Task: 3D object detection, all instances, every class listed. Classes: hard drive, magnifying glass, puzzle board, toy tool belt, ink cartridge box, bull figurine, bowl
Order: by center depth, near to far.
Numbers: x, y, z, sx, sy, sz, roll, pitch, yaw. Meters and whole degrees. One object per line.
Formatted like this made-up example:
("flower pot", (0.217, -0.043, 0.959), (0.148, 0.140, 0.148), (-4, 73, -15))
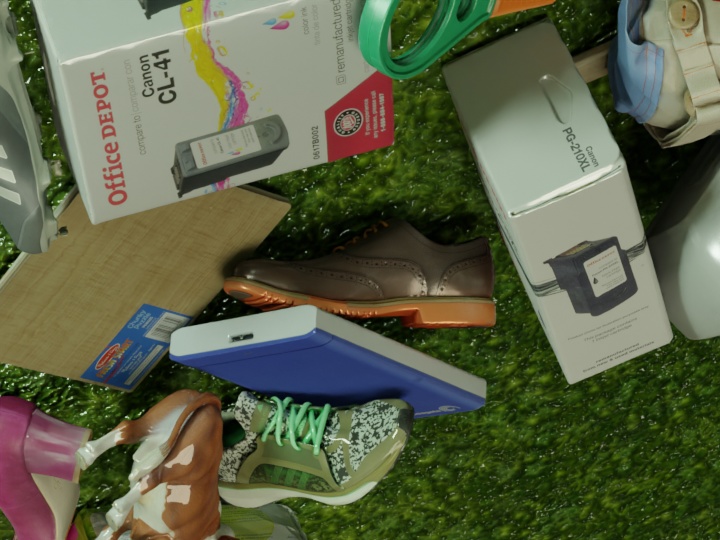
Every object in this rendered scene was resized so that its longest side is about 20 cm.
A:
("ink cartridge box", (-0.085, -0.125, 1.266), (0.199, 0.086, 0.148), (-17, 141, -11))
("magnifying glass", (0.063, -0.162, 1.277), (0.200, 0.022, 0.080), (-18, 132, -51))
("toy tool belt", (0.194, -0.153, 1.338), (0.122, 0.126, 0.200), (7, 163, 6))
("ink cartridge box", (0.133, -0.045, 1.416), (0.084, 0.145, 0.200), (-23, 141, 1))
("puzzle board", (-0.161, 0.000, 1.424), (0.150, 0.017, 0.200), (16, 127, -40))
("bowl", (0.267, -0.055, 1.444), (0.200, 0.075, 0.200), (-54, -178, -7))
("hard drive", (-0.021, 0.071, 1.508), (0.131, 0.026, 0.200), (-11, 157, 36))
("bull figurine", (-0.142, 0.166, 1.520), (0.121, 0.065, 0.201), (-29, 142, -31))

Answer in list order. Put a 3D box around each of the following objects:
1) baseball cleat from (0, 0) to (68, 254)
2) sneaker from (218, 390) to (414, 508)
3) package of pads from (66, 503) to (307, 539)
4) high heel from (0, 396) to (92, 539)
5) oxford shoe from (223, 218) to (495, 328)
("baseball cleat", (-0.238, -0.087, 1.257), (0.106, 0.070, 0.201), (-11, 130, -5))
("sneaker", (-0.052, 0.121, 1.527), (0.199, 0.077, 0.089), (-15, 137, 36))
("package of pads", (-0.152, 0.251, 1.668), (0.199, 0.068, 0.155), (3, 134, -34))
("high heel", (-0.254, 0.160, 1.538), (0.095, 0.068, 0.200), (17, 146, -3))
("oxford shoe", (0.000, 0.000, 1.473), (0.199, 0.073, 0.071), (4, 175, -24))
